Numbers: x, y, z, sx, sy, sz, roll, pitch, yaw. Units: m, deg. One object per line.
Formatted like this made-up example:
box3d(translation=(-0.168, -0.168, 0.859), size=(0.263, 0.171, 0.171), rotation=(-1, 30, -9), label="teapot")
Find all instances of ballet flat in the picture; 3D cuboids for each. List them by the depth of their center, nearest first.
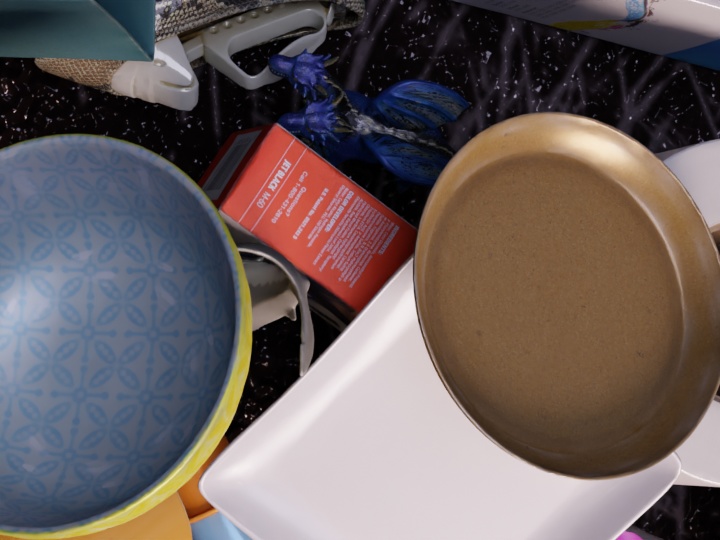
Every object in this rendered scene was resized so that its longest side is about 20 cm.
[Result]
box3d(translation=(-0.085, -0.134, 1.275), size=(0.199, 0.068, 0.076), rotation=(-21, 72, -19), label="ballet flat")

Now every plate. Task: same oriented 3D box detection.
box3d(translation=(0.044, 0.110, 1.238), size=(0.200, 0.032, 0.200), rotation=(41, 104, -12), label="plate")

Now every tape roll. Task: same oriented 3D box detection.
box3d(translation=(0.199, 0.028, 1.327), size=(0.201, 0.139, 0.205), rotation=(1, 86, -18), label="tape roll")

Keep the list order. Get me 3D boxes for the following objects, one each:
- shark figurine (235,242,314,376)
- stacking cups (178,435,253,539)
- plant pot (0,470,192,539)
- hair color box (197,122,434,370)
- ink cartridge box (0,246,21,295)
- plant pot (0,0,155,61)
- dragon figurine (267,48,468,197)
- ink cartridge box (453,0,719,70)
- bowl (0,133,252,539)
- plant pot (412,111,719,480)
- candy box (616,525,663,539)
box3d(translation=(-0.077, 0.034, 1.223), size=(0.128, 0.213, 0.090), rotation=(-2, 88, -49), label="shark figurine")
box3d(translation=(-0.070, 0.151, 1.280), size=(0.060, 0.060, 0.201), rotation=(-26, 96, -17), label="stacking cups")
box3d(translation=(-0.195, 0.163, 1.182), size=(0.183, 0.200, 0.201), rotation=(-31, 98, -31), label="plant pot")
box3d(translation=(0.000, 0.000, 1.281), size=(0.199, 0.111, 0.064), rotation=(36, 81, -13), label="hair color box")
box3d(translation=(-0.289, -0.030, 1.183), size=(0.199, 0.117, 0.068), rotation=(30, 82, -16), label="ink cartridge box")
box3d(translation=(-0.221, -0.193, 1.181), size=(0.198, 0.141, 0.143), rotation=(-1, 82, 8), label="plant pot")
box3d(translation=(0.025, -0.079, 1.295), size=(0.199, 0.099, 0.059), rotation=(14, 83, -23), label="dragon figurine")
box3d(translation=(0.171, -0.220, 1.323), size=(0.198, 0.146, 0.148), rotation=(12, 84, -17), label="ink cartridge box")
box3d(translation=(-0.139, 0.044, 1.113), size=(0.198, 0.108, 0.202), rotation=(-4, 72, 12), label="bowl")
box3d(translation=(0.111, 0.015, 1.193), size=(0.199, 0.027, 0.202), rotation=(7, 73, -25), label="plant pot")
box3d(translation=(0.104, 0.200, 1.335), size=(0.199, 0.061, 0.137), rotation=(26, 81, -15), label="candy box")
